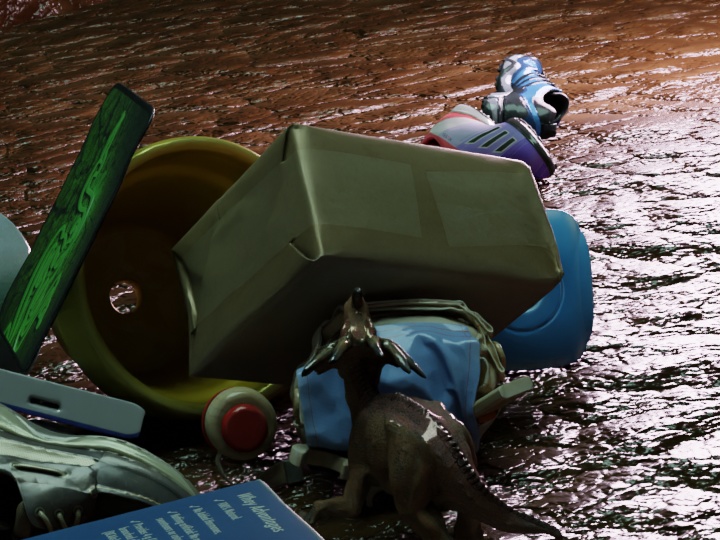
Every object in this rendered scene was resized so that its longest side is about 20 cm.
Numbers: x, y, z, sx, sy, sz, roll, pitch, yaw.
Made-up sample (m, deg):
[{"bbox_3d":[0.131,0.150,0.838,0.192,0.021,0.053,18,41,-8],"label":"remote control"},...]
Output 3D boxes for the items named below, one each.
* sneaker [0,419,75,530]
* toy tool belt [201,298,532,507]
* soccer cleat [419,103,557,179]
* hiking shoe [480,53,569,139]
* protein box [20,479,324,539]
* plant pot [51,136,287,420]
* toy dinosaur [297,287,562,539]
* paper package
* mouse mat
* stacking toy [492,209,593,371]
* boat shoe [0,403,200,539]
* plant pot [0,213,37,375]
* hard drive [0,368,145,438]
[{"bbox_3d":[-0.279,0.131,1.537,0.198,0.076,0.099,1,16,31],"label":"sneaker"},{"bbox_3d":[0.002,0.086,1.471,0.198,0.126,0.123,-11,6,-11],"label":"toy tool belt"},{"bbox_3d":[0.127,-0.116,2.313,0.073,0.069,0.200,-37,27,-13],"label":"soccer cleat"},{"bbox_3d":[0.187,-0.179,2.506,0.086,0.075,0.200,3,27,12],"label":"hiking shoe"},{"bbox_3d":[-0.100,0.205,1.038,0.198,0.136,0.198,-13,15,-17],"label":"protein box"},{"bbox_3d":[-0.148,0.014,1.719,0.199,0.203,0.189,-15,0,-26],"label":"plant pot"},{"bbox_3d":[0.029,0.098,1.350,0.085,0.137,0.199,-15,27,-38],"label":"toy dinosaur"},{"bbox_3d":[0.000,0.000,1.574,0.199,0.104,0.191,7,-32,-32],"label":"paper package"},{"bbox_3d":[-0.201,-0.034,1.607,0.007,0.201,0.161,25,3,-19],"label":"mouse mat"},{"bbox_3d":[0.105,0.016,1.768,0.109,0.117,0.200,-4,0,-8],"label":"stacking toy"},{"bbox_3d":[-0.192,0.143,1.426,0.198,0.075,0.074,16,47,11],"label":"boat shoe"},{"bbox_3d":[-0.359,0.034,1.754,0.199,0.202,0.195,6,12,43],"label":"plant pot"},{"bbox_3d":[-0.228,0.087,1.594,0.131,0.026,0.200,15,-5,-13],"label":"hard drive"}]
